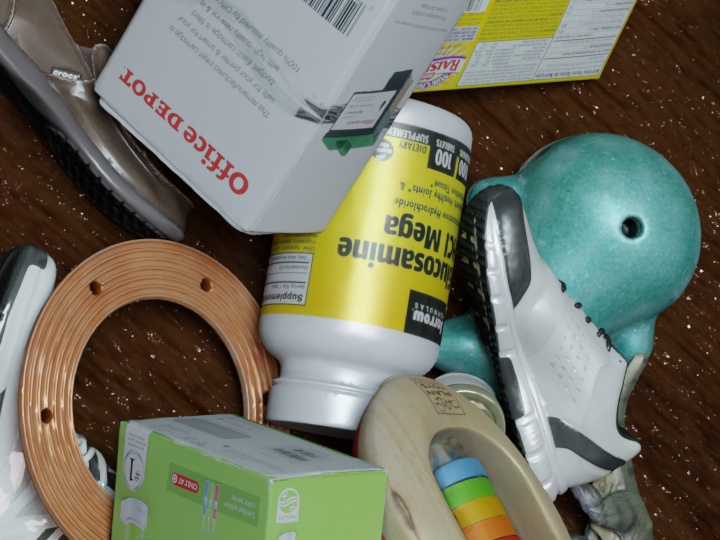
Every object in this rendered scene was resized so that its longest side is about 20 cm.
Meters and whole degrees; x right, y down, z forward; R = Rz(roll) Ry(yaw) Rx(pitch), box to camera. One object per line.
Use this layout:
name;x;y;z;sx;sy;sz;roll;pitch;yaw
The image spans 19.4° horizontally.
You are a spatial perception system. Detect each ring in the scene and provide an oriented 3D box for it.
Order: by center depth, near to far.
ring;-0.121;0.082;1.246;0.200;0.019;0.201;9;76;-43

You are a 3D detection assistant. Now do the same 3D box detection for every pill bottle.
pill bottle;0.000;0.000;1.280;0.112;0.112;0.201;11;82;-15

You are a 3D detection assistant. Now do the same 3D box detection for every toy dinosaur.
toy dinosaur;0.151;0.157;1.337;0.088;0.047;0.201;-10;97;-18

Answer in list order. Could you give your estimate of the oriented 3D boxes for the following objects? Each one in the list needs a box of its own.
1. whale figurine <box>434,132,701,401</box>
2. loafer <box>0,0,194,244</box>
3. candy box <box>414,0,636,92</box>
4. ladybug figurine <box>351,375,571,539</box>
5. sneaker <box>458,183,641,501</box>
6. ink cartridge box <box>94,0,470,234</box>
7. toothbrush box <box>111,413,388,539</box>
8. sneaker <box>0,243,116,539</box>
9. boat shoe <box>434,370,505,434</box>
whale figurine;0.129;0.003;1.323;0.200;0.104;0.159;-45;98;-13
loafer;-0.162;-0.103;1.265;0.071;0.073;0.200;-41;96;-15
candy box;0.089;-0.159;1.305;0.200;0.102;0.026;-7;49;-35
ladybug figurine;0.053;0.150;1.187;0.136;0.072;0.200;7;49;-46
sneaker;0.113;0.039;1.268;0.080;0.074;0.201;-17;108;-4
ink cartridge box;-0.040;-0.140;1.196;0.146;0.084;0.200;43;112;24
toothbrush box;-0.070;0.193;1.170;0.086;0.145;0.201;1;98;-40
sneaker;-0.185;0.091;1.249;0.115;0.076;0.201;15;88;-23
boat shoe;0.046;0.160;1.297;0.075;0.068;0.201;16;102;-6
